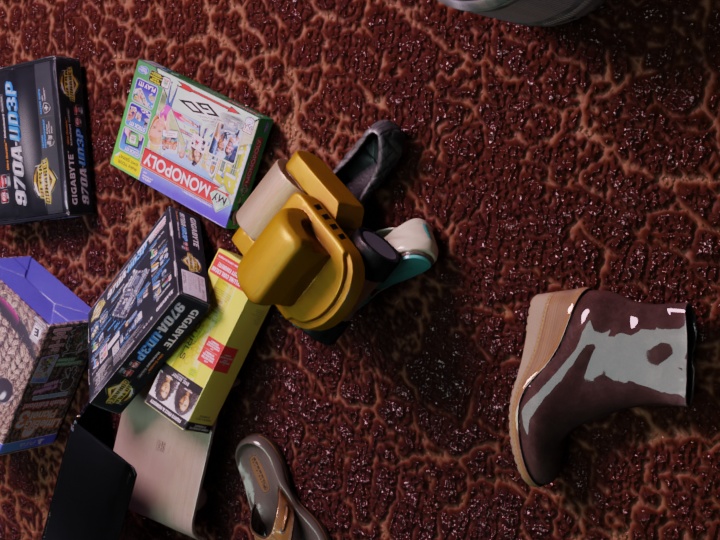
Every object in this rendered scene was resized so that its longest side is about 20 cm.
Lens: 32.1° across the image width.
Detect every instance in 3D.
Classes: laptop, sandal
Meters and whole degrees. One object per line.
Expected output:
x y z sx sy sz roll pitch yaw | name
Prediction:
-0.320 0.267 1.536 0.103 0.200 0.178 18 105 -2 | laptop
-0.096 0.281 1.429 0.082 0.054 0.201 -33 75 31 | sandal

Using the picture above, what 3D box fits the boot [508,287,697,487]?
0.231 0.119 1.191 0.165 0.072 0.202 6 93 35 | boot

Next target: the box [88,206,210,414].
-0.255 0.047 1.479 0.200 0.046 0.159 -49 34 26 | box

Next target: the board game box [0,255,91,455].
-0.449 0.107 1.628 0.159 0.097 0.201 36 111 27 | board game box

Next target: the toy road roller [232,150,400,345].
-0.070 -0.028 1.269 0.123 0.146 0.200 -50 58 19 | toy road roller

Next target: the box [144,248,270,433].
-0.169 0.082 1.439 0.075 0.050 0.201 30 94 33 | box

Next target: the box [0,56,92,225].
-0.424 -0.164 1.614 0.158 0.046 0.202 -4 91 34 | box

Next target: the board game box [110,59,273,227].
-0.203 -0.151 1.480 0.199 0.029 0.135 28 107 29 | board game box

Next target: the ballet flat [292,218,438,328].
0.000 0.000 1.351 0.199 0.069 0.070 -26 79 30 | ballet flat

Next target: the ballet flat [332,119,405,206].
-0.022 -0.083 1.356 0.066 0.057 0.201 45 115 24 | ballet flat

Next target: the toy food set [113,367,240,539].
-0.223 0.211 1.516 0.143 0.060 0.202 14 93 32 | toy food set

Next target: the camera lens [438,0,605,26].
0.144 -0.310 1.145 0.159 0.199 0.161 3 95 33 | camera lens
